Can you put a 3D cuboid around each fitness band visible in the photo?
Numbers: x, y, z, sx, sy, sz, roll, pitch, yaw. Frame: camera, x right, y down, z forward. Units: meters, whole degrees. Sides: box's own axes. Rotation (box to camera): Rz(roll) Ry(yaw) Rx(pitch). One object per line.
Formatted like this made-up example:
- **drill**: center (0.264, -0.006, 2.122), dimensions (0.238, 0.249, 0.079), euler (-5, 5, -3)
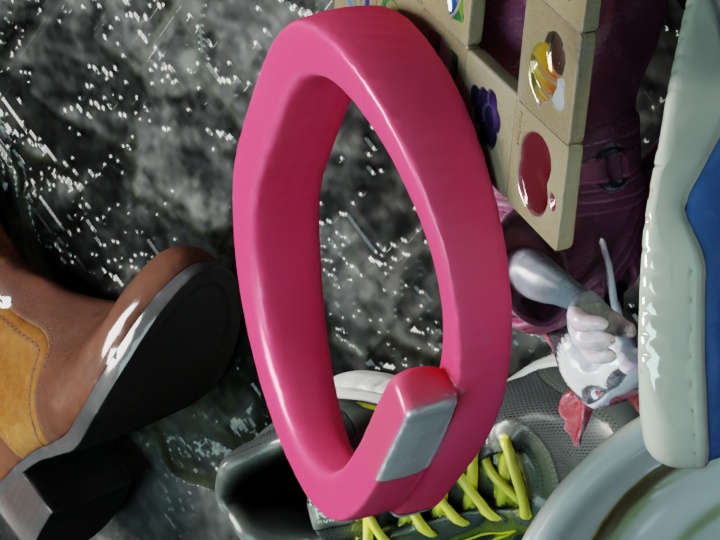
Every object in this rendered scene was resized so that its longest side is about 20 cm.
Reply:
- **fitness band**: center (0.000, 0.000, 0.834), dimensions (0.200, 0.037, 0.144), euler (117, 139, -62)

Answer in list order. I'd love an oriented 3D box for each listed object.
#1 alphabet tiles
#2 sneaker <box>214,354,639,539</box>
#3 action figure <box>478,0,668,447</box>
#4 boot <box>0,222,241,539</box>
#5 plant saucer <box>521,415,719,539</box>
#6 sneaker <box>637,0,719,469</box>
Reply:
- **alphabet tiles**: center (0.032, -0.131, 0.737), dimensions (0.167, 0.008, 0.200), euler (-129, 37, -52)
- **sneaker**: center (0.030, 0.079, 0.925), dimensions (0.200, 0.085, 0.075), euler (-8, 104, 46)
- **action figure**: center (0.057, -0.040, 0.814), dimensions (0.149, 0.134, 0.200), euler (9, 109, 39)
- **boot**: center (-0.143, -0.007, 1.084), dimensions (0.200, 0.068, 0.188), euler (56, 143, 20)
- **plant saucer**: center (0.143, 0.131, 0.833), dimensions (0.200, 0.050, 0.200), euler (1, 93, 10)
- **sneaker**: center (0.142, -0.036, 0.718), dimensions (0.111, 0.200, 0.077), euler (9, 157, 10)
